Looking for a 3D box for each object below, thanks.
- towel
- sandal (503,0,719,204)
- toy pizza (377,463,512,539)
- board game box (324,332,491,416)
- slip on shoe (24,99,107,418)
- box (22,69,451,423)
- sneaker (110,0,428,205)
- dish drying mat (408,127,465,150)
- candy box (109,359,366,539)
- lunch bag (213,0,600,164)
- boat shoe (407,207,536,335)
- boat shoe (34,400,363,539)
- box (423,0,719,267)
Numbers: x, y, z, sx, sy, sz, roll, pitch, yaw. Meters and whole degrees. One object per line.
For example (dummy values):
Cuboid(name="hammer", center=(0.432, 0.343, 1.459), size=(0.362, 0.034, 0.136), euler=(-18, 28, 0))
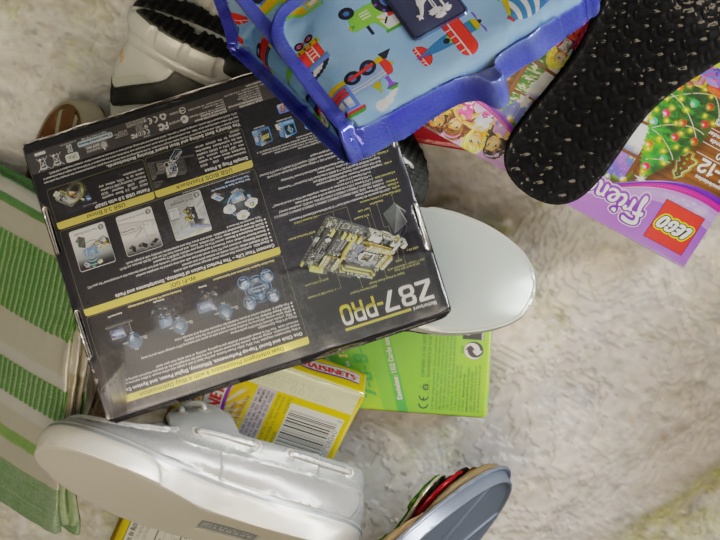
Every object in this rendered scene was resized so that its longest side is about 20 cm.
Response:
Cuboid(name="towel", center=(-0.205, 0.040, 1.593), size=(0.152, 0.023, 0.200), euler=(26, 118, 42))
Cuboid(name="sandal", center=(0.150, -0.120, 1.486), size=(0.075, 0.045, 0.200), euler=(37, 120, -9))
Cuboid(name="toy pizza", center=(0.011, 0.181, 1.581), size=(0.032, 0.200, 0.200), euler=(45, 109, 14))
Cuboid(name="board game box", center=(-0.022, 0.032, 1.605), size=(0.199, 0.030, 0.096), euler=(3, 109, 2))
Cuboid(name="slip on shoe", center=(-0.159, -0.004, 1.599), size=(0.060, 0.076, 0.201), euler=(-6, 104, -33))
Cuboid(name="box", center=(-0.067, -0.022, 1.482), size=(0.200, 0.049, 0.162), euler=(-18, 84, -2))
Cuboid(name="sneaker", center=(-0.054, -0.081, 1.559), size=(0.200, 0.074, 0.080), euler=(29, 114, 4))
Cuboid(name="dish drying mat", center=(0.079, -0.163, 1.540), size=(0.077, 0.018, 0.200), euler=(10, 111, 1))
Cuboid(name="candy box", center=(-0.079, 0.125, 1.622), size=(0.102, 0.026, 0.200), euler=(21, 124, -8))
Cuboid(name="lunch bag", center=(0.023, -0.134, 1.395), size=(0.150, 0.200, 0.094), euler=(-30, 133, -9))
Cuboid(name="boat shoe", center=(0.000, 0.000, 1.540), size=(0.199, 0.064, 0.071), euler=(8, 76, 2))
Cuboid(name="boat shoe", center=(-0.088, 0.112, 1.556), size=(0.200, 0.069, 0.072), euler=(17, 152, -12))
Cuboid(name="box", center=(0.134, -0.107, 1.528), size=(0.200, 0.039, 0.137), euler=(27, 108, -12))
